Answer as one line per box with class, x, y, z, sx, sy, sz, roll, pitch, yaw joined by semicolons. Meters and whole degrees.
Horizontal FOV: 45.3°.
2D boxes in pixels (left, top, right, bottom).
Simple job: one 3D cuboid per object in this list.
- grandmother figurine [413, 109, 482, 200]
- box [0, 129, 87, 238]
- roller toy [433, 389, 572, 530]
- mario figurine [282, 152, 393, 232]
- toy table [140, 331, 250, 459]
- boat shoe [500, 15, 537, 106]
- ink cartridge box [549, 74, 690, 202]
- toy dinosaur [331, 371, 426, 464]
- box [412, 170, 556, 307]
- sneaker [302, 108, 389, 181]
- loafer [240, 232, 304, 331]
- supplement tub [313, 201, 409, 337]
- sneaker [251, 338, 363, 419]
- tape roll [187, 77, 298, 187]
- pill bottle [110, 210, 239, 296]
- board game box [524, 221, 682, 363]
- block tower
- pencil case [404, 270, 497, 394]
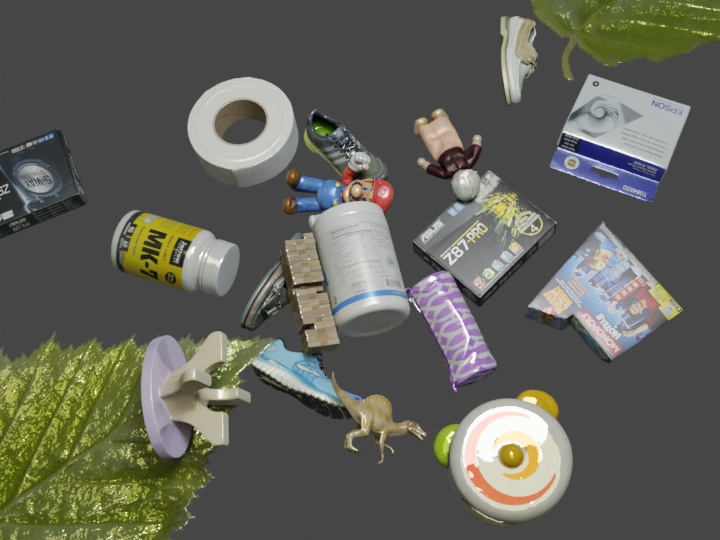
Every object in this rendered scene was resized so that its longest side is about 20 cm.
grandmother figurine;0.164;-0.205;1.548;0.121;0.061;0.200;-31;51;14
box;-0.635;-0.161;1.629;0.200;0.044;0.160;-22;66;-5
roller toy;0.226;0.291;1.304;0.200;0.140;0.183;-19;67;-4
mario figurine;-0.041;-0.139;1.523;0.200;0.124;0.106;3;29;17
toy table;-0.268;0.193;1.381;0.117;0.184;0.200;-13;77;17
boat shoe;0.301;-0.402;1.635;0.068;0.075;0.200;-1;65;11
ink cartridge box;0.471;-0.244;1.570;0.199;0.041;0.200;21;70;14
toy dinosaur;0.007;0.240;1.370;0.200;0.058;0.101;32;73;-22
box;0.216;-0.058;1.507;0.200;0.049;0.161;-42;66;-14
sneaker;-0.031;-0.221;1.582;0.200;0.081;0.074;36;74;18
loafer;-0.133;0.025;1.493;0.063;0.072;0.200;28;70;9
supplement tub;0.000;0.000;1.456;0.132;0.132;0.200;-14;65;-1
sneaker;-0.078;0.171;1.419;0.200;0.078;0.090;27;66;14
tape roll;-0.219;-0.260;1.622;0.202;0.071;0.203;-2;66;4
pill bottle;-0.320;-0.027;1.505;0.200;0.114;0.114;16;69;11
board game box;0.386;0.054;1.437;0.200;0.062;0.200;-33;68;-8
block tower;-0.088;0.040;1.435;0.058;0.054;0.200;-6;67;-19
pencil case;0.149;0.096;1.426;0.085;0.084;0.200;-21;67;-14
